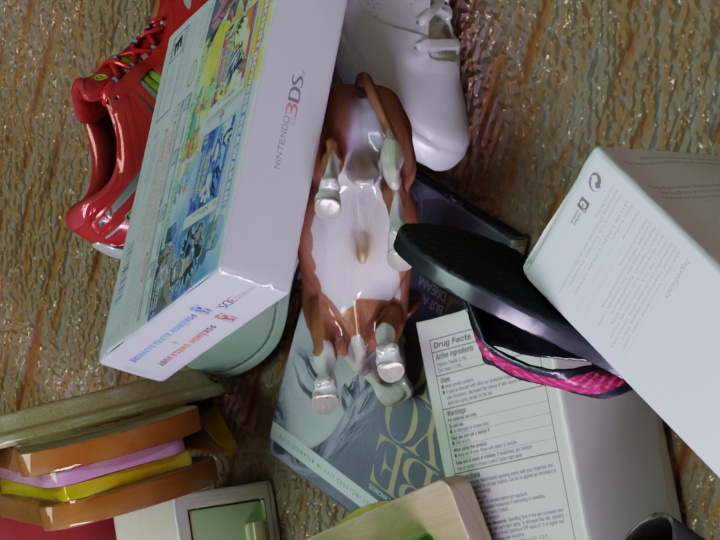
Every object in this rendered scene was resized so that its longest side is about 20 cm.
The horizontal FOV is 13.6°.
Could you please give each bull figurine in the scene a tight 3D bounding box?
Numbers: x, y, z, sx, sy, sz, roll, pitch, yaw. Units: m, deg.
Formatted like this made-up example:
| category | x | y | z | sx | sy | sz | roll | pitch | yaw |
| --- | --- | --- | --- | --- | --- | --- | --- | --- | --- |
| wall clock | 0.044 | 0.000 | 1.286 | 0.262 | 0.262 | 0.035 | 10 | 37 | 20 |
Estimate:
| category | x | y | z | sx | sy | sz | roll | pitch | yaw |
| --- | --- | --- | --- | --- | --- | --- | --- | --- | --- |
| bull figurine | 0.000 | 0.000 | 1.572 | 0.122 | 0.065 | 0.201 | -93 | 0 | -59 |

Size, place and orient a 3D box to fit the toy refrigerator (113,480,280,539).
| category | x | y | z | sx | sy | sz | roll | pitch | yaw |
| --- | --- | --- | --- | --- | --- | --- | --- | --- | --- |
| toy refrigerator | -0.082 | 0.229 | 1.764 | 0.070 | 0.076 | 0.201 | -15 | 82 | 49 |

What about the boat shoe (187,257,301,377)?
| category | x | y | z | sx | sy | sz | roll | pitch | yaw |
| --- | --- | --- | --- | --- | --- | --- | --- | --- | --- |
| boat shoe | -0.062 | -0.011 | 1.726 | 0.200 | 0.075 | 0.061 | -55 | 10 | 51 |

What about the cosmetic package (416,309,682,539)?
| category | x | y | z | sx | sy | sz | roll | pitch | yaw |
| --- | --- | --- | --- | --- | --- | --- | --- | --- | --- |
| cosmetic package | 0.102 | 0.112 | 1.536 | 0.103 | 0.073 | 0.201 | -15 | 82 | 50 |

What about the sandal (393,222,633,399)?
| category | x | y | z | sx | sy | sz | roll | pitch | yaw |
| --- | --- | --- | --- | --- | --- | --- | --- | --- | --- |
| sandal | 0.100 | 0.038 | 1.452 | 0.045 | 0.199 | 0.075 | -59 | 9 | 21 |

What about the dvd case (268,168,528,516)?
| category | x | y | z | sx | sy | sz | roll | pitch | yaw |
| --- | --- | --- | --- | --- | --- | --- | --- | --- | --- |
| dvd case | 0.017 | 0.044 | 1.672 | 0.148 | 0.016 | 0.201 | 34 | 119 | 42 |

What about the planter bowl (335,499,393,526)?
| category | x | y | z | sx | sy | sz | roll | pitch | yaw |
| --- | --- | --- | --- | --- | --- | --- | --- | --- | --- |
| planter bowl | 0.007 | 0.232 | 1.639 | 0.200 | 0.083 | 0.202 | 13 | 108 | 44 |

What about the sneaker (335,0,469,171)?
| category | x | y | z | sx | sy | sz | roll | pitch | yaw |
| --- | --- | --- | --- | --- | --- | --- | --- | --- | --- |
| sneaker | 0.026 | -0.155 | 1.607 | 0.088 | 0.075 | 0.201 | -28 | 74 | 27 |

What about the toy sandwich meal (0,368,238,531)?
| category | x | y | z | sx | sy | sz | roll | pitch | yaw |
| --- | --- | --- | --- | --- | --- | --- | --- | --- | --- |
| toy sandwich meal | -0.160 | 0.109 | 1.758 | 0.205 | 0.204 | 0.071 | -16 | 87 | 49 |

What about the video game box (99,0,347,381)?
| category | x | y | z | sx | sy | sz | roll | pitch | yaw |
| --- | --- | --- | --- | --- | --- | --- | --- | --- | --- |
| video game box | -0.070 | -0.060 | 1.583 | 0.182 | 0.047 | 0.201 | 143 | 141 | -63 |

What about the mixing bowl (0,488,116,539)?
| category | x | y | z | sx | sy | sz | roll | pitch | yaw |
| --- | --- | --- | --- | --- | --- | --- | --- | --- | --- |
| mixing bowl | -0.232 | 0.191 | 1.913 | 0.199 | 0.108 | 0.202 | 6 | 98 | 48 |

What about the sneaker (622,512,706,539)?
| category | x | y | z | sx | sy | sz | roll | pitch | yaw |
| --- | --- | --- | --- | --- | --- | --- | --- | --- | --- |
| sneaker | 0.137 | 0.219 | 1.420 | 0.075 | 0.106 | 0.201 | -5 | 62 | 46 |

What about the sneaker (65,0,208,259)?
| category | x | y | z | sx | sy | sz | roll | pitch | yaw |
| --- | --- | --- | --- | --- | --- | --- | --- | --- | --- |
| sneaker | -0.122 | -0.107 | 1.738 | 0.077 | 0.084 | 0.201 | -13 | 63 | 66 |

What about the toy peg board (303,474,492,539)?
| category | x | y | z | sx | sy | sz | roll | pitch | yaw |
| --- | --- | --- | --- | --- | --- | --- | --- | --- | --- |
| toy peg board | -0.010 | 0.235 | 1.530 | 0.199 | 0.098 | 0.200 | -27 | 80 | 39 |

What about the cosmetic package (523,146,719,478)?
| category | x | y | z | sx | sy | sz | roll | pitch | yaw |
| --- | --- | --- | --- | --- | --- | --- | --- | --- | --- |
| cosmetic package | 0.184 | 0.032 | 1.399 | 0.200 | 0.112 | 0.081 | 50 | 123 | 36 |
